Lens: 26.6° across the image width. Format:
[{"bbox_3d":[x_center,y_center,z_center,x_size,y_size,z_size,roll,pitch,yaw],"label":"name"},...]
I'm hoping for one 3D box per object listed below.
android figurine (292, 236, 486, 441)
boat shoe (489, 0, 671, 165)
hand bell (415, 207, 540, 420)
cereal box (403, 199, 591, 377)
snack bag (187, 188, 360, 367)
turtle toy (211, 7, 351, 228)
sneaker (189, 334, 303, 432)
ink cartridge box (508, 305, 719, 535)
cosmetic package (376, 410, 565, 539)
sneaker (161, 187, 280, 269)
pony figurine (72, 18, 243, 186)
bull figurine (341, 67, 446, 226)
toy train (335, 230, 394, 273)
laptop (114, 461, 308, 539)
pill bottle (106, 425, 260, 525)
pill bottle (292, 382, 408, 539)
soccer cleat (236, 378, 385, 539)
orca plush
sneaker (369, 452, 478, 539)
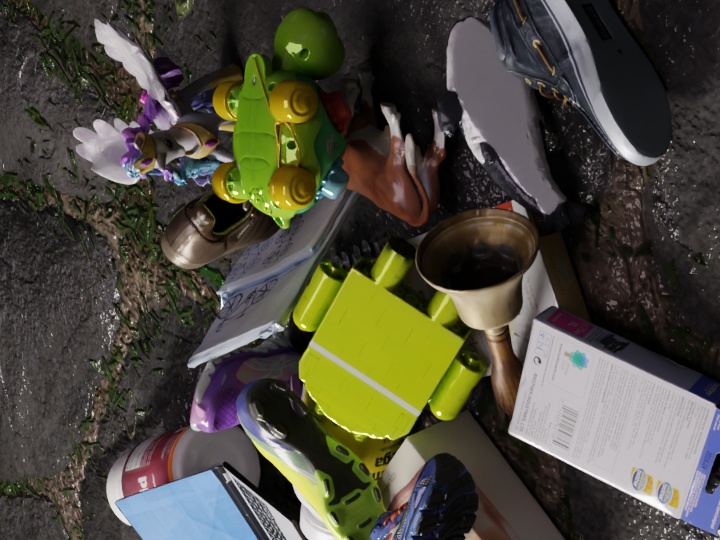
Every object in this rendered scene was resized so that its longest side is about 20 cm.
[{"bbox_3d":[0.021,0.071,1.388,0.181,0.041,0.201,31,119,6],"label":"android figurine"},{"bbox_3d":[0.175,-0.157,1.222,0.091,0.070,0.202,-45,62,49],"label":"boat shoe"},{"bbox_3d":[0.116,0.057,1.299,0.104,0.104,0.201,28,146,41],"label":"hand bell"},{"bbox_3d":[0.114,0.021,1.379,0.199,0.039,0.145,-21,87,52],"label":"cereal box"},{"bbox_3d":[-0.091,0.004,1.521,0.021,0.201,0.188,41,145,-19],"label":"snack bag"},{"bbox_3d":[-0.062,-0.139,1.391,0.145,0.100,0.202,11,101,55],"label":"turtle toy"},{"bbox_3d":[-0.098,0.125,1.571,0.088,0.200,0.081,26,111,22],"label":"sneaker"},{"bbox_3d":[0.225,0.123,1.259,0.199,0.042,0.120,27,124,26],"label":"ink cartridge box"},{"bbox_3d":[0.110,0.247,1.430,0.200,0.087,0.104,52,138,24],"label":"cosmetic package"},{"bbox_3d":[-0.111,-0.064,1.504,0.071,0.200,0.076,48,132,1],"label":"sneaker"},{"bbox_3d":[-0.191,-0.158,1.554,0.193,0.199,0.168,36,129,37],"label":"pony figurine"},{"bbox_3d":[0.007,-0.116,1.438,0.199,0.065,0.122,31,124,41],"label":"bull figurine"},{"bbox_3d":[0.000,0.000,1.470,0.046,0.034,0.200,67,161,2],"label":"toy train"},{"bbox_3d":[-0.139,0.314,1.673,0.199,0.116,0.188,31,157,41],"label":"laptop"},{"bbox_3d":[-0.215,0.247,1.802,0.199,0.114,0.115,-22,86,52],"label":"pill bottle"},{"bbox_3d":[-0.009,0.178,1.530,0.112,0.112,0.202,34,128,38],"label":"pill bottle"},{"bbox_3d":[-0.046,0.186,1.459,0.201,0.065,0.084,52,158,-3],"label":"soccer cleat"},{"bbox_3d":[0.135,-0.121,1.307,0.105,0.071,0.200,-40,78,2],"label":"orca plush"},{"bbox_3d":[0.044,0.239,1.381,0.078,0.075,0.201,45,132,34],"label":"sneaker"}]
